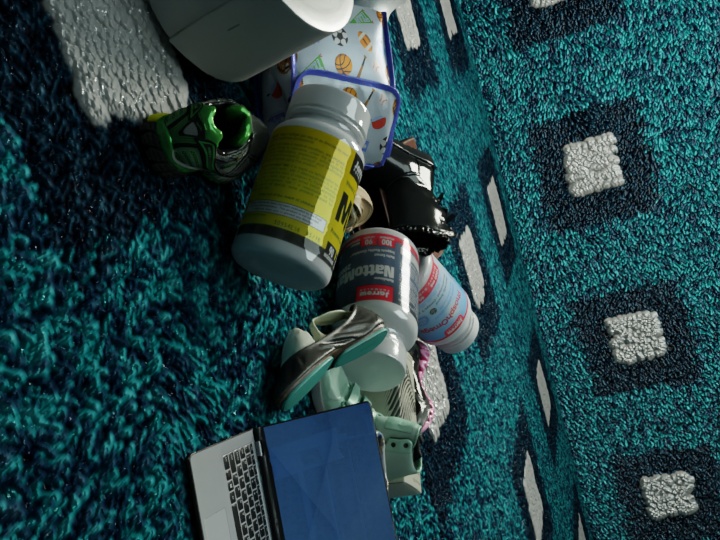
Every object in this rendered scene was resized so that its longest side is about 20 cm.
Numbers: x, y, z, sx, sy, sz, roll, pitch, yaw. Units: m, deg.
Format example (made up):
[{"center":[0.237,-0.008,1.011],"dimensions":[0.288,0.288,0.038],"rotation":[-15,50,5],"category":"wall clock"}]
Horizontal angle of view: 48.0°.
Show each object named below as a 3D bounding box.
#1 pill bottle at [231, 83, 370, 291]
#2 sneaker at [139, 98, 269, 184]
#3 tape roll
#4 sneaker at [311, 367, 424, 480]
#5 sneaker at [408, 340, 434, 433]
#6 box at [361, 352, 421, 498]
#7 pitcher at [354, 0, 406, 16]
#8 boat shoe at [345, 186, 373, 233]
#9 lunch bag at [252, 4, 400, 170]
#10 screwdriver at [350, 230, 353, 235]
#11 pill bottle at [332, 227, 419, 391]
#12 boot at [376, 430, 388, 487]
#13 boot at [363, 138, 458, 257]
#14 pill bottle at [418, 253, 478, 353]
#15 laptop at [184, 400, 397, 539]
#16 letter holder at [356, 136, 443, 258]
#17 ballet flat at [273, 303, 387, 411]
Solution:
[{"center":[-0.059,-0.092,0.885],"dimensions":[0.114,0.112,0.204],"rotation":[45,57,-57],"category":"pill bottle"},{"center":[-0.135,-0.132,0.822],"dimensions":[0.200,0.083,0.080],"rotation":[-36,112,-70],"category":"sneaker"},{"center":[-0.116,-0.321,0.851],"dimensions":[0.202,0.137,0.207],"rotation":[33,48,-47],"category":"tape roll"},{"center":[0.014,0.175,1.013],"dimensions":[0.074,0.116,0.204],"rotation":[-62,135,-60],"category":"sneaker"},{"center":[0.061,0.164,1.239],"dimensions":[0.096,0.078,0.202],"rotation":[55,21,-35],"category":"sneaker"},{"center":[0.038,0.208,1.135],"dimensions":[0.082,0.067,0.204],"rotation":[47,35,-57],"category":"box"},{"center":[-0.030,-0.325,1.198],"dimensions":[0.121,0.167,0.205],"rotation":[-8,110,-89],"category":"pitcher"},{"center":[-0.032,-0.075,1.067],"dimensions":[0.064,0.072,0.199],"rotation":[38,19,23],"category":"boat shoe"},{"center":[-0.043,-0.235,1.022],"dimensions":[0.167,0.123,0.205],"rotation":[3,77,-35],"category":"lunch bag"},{"center":[0.000,0.000,1.223],"dimensions":[0.029,0.027,0.205],"rotation":[179,-104,-79],"category":"screwdriver"},{"center":[0.021,0.054,1.105],"dimensions":[0.120,0.117,0.203],"rotation":[58,27,-44],"category":"pill bottle"},{"center":[-0.020,0.261,0.891],"dimensions":[0.203,0.094,0.074],"rotation":[-83,152,-45],"category":"boot"},{"center":[0.049,-0.112,1.193],"dimensions":[0.195,0.073,0.165],"rotation":[14,52,-31],"category":"boot"},{"center":[0.109,0.049,1.288],"dimensions":[0.200,0.107,0.111],"rotation":[44,37,-40],"category":"pill bottle"},{"center":[-0.055,0.243,0.774],"dimensions":[0.199,0.113,0.192],"rotation":[0,78,-71],"category":"laptop"},{"center":[0.052,-0.099,1.322],"dimensions":[0.142,0.098,0.204],"rotation":[-41,117,-67],"category":"letter holder"},{"center":[-0.049,0.094,0.945],"dimensions":[0.068,0.069,0.199],"rotation":[43,39,16],"category":"ballet flat"}]
